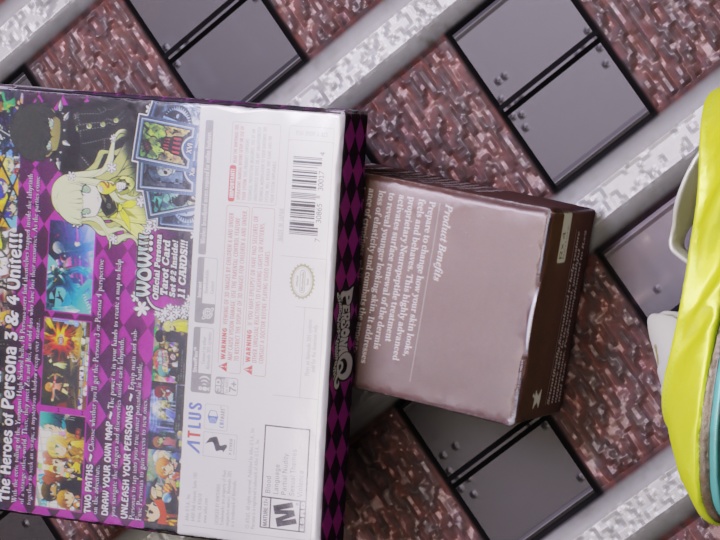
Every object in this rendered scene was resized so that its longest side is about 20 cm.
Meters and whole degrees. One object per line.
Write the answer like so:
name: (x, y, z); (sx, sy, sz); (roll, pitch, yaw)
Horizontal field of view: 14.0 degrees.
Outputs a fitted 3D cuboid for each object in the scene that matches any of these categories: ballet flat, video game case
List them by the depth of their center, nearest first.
ballet flat: (0.163, 0.010, 1.314); (0.067, 0.067, 0.201); (13, 95, 42)
video game case: (-0.089, 0.020, 1.348); (0.180, 0.036, 0.201); (5, 95, 22)

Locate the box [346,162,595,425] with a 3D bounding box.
box: (0.000, 0.000, 1.368); (0.199, 0.075, 0.101); (13, 97, 23)
